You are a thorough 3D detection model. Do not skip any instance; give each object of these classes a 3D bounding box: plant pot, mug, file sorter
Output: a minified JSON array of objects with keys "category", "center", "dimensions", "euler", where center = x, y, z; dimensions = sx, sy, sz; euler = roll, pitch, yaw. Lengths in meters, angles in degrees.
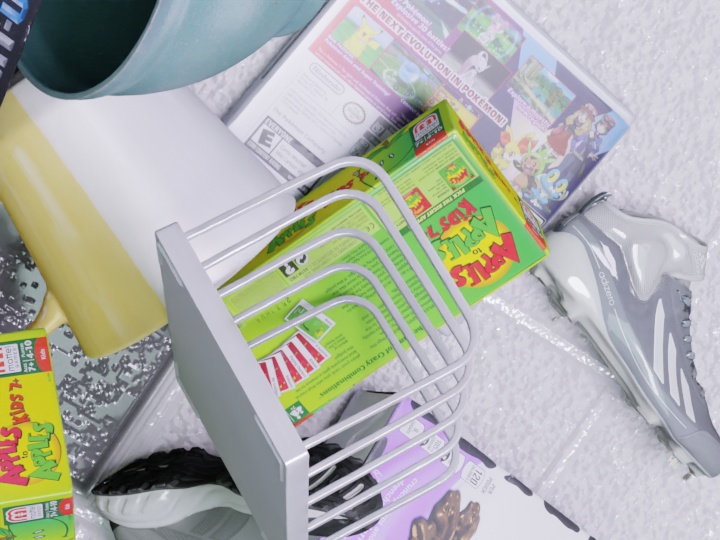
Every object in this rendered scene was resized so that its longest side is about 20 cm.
[{"category":"plant pot","center":[-0.091,-0.186,1.149],"dimensions":[0.134,0.200,0.201],"euler":[1,107,-36]},{"category":"mug","center":[-0.150,-0.045,1.233],"dimensions":[0.187,0.149,0.153],"euler":[-45,106,-36]},{"category":"file sorter","center":[-0.019,0.049,1.157],"dimensions":[0.124,0.200,0.139],"euler":[-27,70,-12]}]

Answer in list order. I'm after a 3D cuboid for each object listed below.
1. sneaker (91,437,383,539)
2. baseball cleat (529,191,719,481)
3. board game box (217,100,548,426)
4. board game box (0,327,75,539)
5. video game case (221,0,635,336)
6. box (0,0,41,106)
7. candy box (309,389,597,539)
[{"category":"sneaker","center":[-0.067,0.149,1.306],"dimensions":[0.074,0.199,0.080],"euler":[-34,112,-50]},{"category":"baseball cleat","center":[0.195,0.039,1.384],"dimensions":[0.106,0.070,0.200],"euler":[-39,111,0]},{"category":"board game box","center":[0.000,0.000,1.304],"dimensions":[0.200,0.048,0.102],"euler":[-34,116,12]},{"category":"board game box","center":[-0.191,0.128,1.243],"dimensions":[0.047,0.102,0.200],"euler":[-8,150,-10]},{"category":"video game case","center":[0.040,-0.088,1.336],"dimensions":[0.200,0.023,0.182],"euler":[40,94,-19]},{"category":"box","center":[-0.229,-0.175,1.152],"dimensions":[0.050,0.198,0.201],"euler":[14,104,-42]},{"category":"candy box","center":[0.043,0.198,1.364],"dimensions":[0.200,0.071,0.168],"euler":[37,73,-22]}]
